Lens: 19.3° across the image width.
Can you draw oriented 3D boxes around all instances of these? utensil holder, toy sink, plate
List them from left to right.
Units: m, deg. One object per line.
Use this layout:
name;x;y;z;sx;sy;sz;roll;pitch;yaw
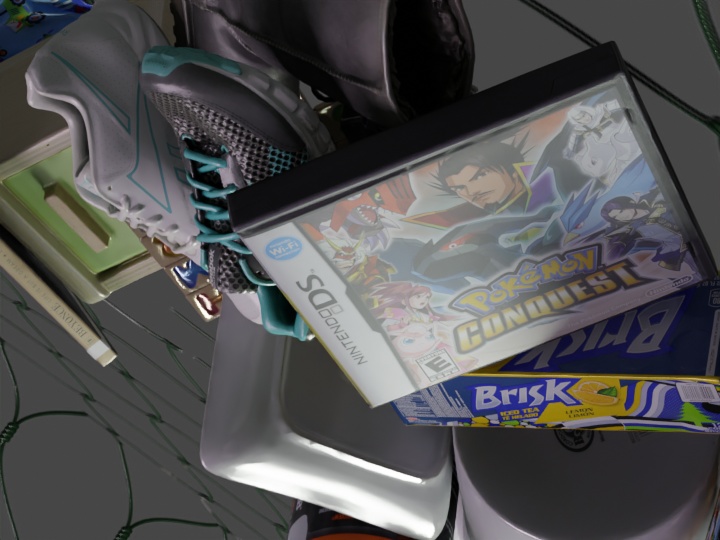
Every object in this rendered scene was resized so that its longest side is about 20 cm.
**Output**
toy sink;-0.167;-0.067;1.328;0.200;0.112;0.130;-23;131;22
plate;-0.001;0.043;1.250;0.032;0.200;0.200;-10;156;44
utensil holder;0.140;0.127;1.307;0.170;0.170;0.200;32;163;20

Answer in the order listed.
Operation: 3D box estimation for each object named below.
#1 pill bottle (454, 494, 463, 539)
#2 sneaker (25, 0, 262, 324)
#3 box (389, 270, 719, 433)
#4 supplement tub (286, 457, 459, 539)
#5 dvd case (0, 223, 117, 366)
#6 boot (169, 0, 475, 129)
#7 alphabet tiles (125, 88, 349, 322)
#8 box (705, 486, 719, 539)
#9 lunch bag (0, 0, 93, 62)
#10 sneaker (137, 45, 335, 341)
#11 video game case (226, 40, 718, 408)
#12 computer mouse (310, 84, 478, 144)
pill bottle;0.151;0.205;1.626;0.200;0.116;0.116;19;157;50
sneaker;-0.110;-0.047;1.146;0.200;0.080;0.070;56;152;-9
box;0.112;0.044;1.157;0.200;0.070;0.064;0;149;24
supplement tub;0.006;0.168;1.336;0.107;0.200;0.107;5;139;5
dvd case;-0.238;-0.035;1.326;0.149;0.016;0.200;47;178;47
boot;-0.016;-0.103;1.091;0.200;0.073;0.182;23;144;40
alphabet tiles;-0.048;-0.037;1.288;0.200;0.166;0.006;56;-169;-51
box;0.205;0.184;1.185;0.038;0.200;0.137;15;-173;8
lunch bag;-0.301;-0.141;1.441;0.150;0.200;0.094;22;159;47
sneaker;-0.053;-0.034;1.067;0.078;0.091;0.200;13;156;42
video game case;0.060;-0.016;1.050;0.181;0.200;0.026;55;-162;-50
computer mouse;0.044;-0.062;1.191;0.138;0.053;0.200;25;149;47
